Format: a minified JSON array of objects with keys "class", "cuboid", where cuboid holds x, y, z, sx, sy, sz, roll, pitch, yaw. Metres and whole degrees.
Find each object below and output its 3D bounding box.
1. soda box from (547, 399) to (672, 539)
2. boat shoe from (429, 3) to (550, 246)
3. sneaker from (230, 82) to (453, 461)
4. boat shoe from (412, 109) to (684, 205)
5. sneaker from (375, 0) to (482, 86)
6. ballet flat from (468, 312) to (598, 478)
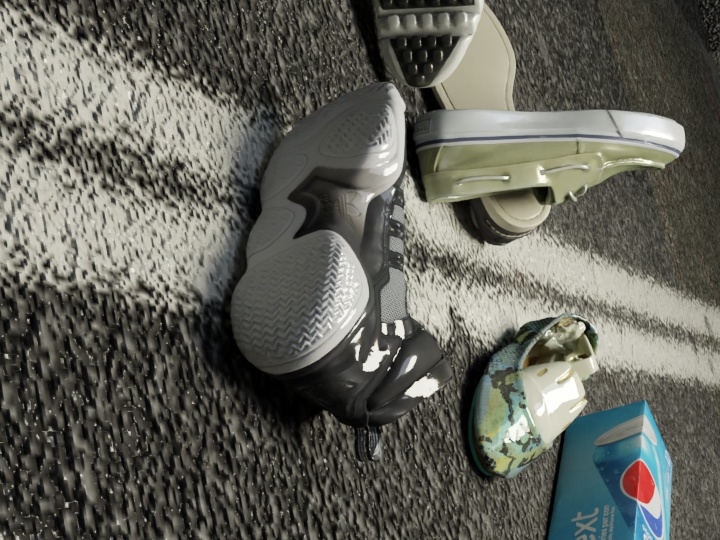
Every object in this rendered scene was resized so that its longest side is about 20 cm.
[{"class":"soda box","cuboid":[0.180,0.179,0.974,0.065,0.067,0.201,63,24,-21]},{"class":"boat shoe","cuboid":[0.082,-0.113,1.005,0.063,0.072,0.202,127,-50,-64]},{"class":"sneaker","cuboid":[0.000,0.000,0.688,0.114,0.075,0.201,57,33,-34]},{"class":"boat shoe","cuboid":[0.131,-0.076,0.942,0.072,0.197,0.063,169,-80,-77]},{"class":"sneaker","cuboid":[0.056,-0.220,0.920,0.081,0.074,0.203,33,64,-77]},{"class":"ballet flat","cuboid":[0.125,0.076,0.925,0.075,0.073,0.200,66,23,-13]}]
